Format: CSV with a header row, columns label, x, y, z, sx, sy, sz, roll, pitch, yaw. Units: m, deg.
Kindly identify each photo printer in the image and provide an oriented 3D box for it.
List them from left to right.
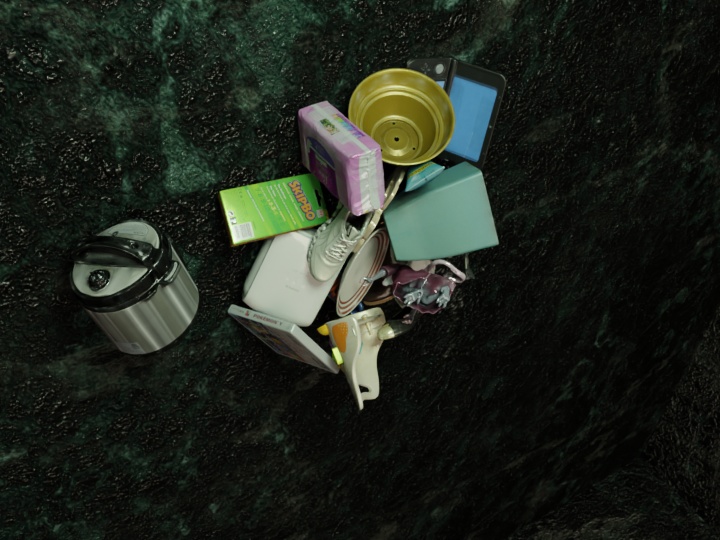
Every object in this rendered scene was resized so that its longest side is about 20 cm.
label,x,y,z,sx,sy,sz,roll,pitch,yaw
photo printer,-0.134,0.010,1.313,0.163,0.070,0.203,23,110,-21

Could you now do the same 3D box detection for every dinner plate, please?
label,x,y,z,sx,sy,sz,roll,pitch,yaw
dinner plate,0.000,0.000,1.362,0.202,0.024,0.202,-54,161,-27

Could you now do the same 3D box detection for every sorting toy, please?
label,x,y,z,sx,sy,sz,roll,pitch,yaw
sorting toy,-0.005,0.184,1.369,0.104,0.186,0.199,-16,177,17

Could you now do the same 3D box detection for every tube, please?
label,x,y,z,sx,sy,sz,roll,pitch,yaw
tube,0.111,-0.174,1.206,0.077,0.200,0.051,-36,100,9

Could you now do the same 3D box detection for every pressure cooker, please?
label,x,y,z,sx,sy,sz,roll,pitch,yaw
pressure cooker,-0.369,0.019,1.085,0.173,0.180,0.203,-30,139,-9

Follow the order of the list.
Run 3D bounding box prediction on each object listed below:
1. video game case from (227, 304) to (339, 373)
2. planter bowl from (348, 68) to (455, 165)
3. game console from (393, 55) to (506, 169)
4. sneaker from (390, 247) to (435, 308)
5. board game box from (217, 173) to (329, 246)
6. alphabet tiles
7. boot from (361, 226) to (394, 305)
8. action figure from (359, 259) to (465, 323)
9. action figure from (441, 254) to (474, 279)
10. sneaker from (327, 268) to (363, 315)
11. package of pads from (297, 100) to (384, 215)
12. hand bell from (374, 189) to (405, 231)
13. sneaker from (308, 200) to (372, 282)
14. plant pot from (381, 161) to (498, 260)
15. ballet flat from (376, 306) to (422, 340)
label,x,y,z,sx,sy,sz,roll,pitch,yaw
video game case,-0.154,0.141,1.366,0.023,0.178,0.200,-63,143,-19
planter bowl,0.071,-0.261,1.223,0.197,0.203,0.084,-28,163,-16
game console,0.164,-0.297,1.294,0.172,0.117,0.205,-13,130,-30
sneaker,0.120,-0.017,1.448,0.097,0.078,0.205,-23,134,-28
board game box,-0.155,-0.114,1.217,0.195,0.030,0.099,-16,88,-26
alphabet tiles,0.035,-0.127,1.295,0.196,0.014,0.203,-51,-169,51
boot,0.063,-0.033,1.488,0.197,0.072,0.169,-33,126,-10
action figure,0.095,0.016,1.327,0.133,0.200,0.150,38,91,-21
action figure,0.210,-0.081,1.524,0.115,0.102,0.207,-4,90,-1
sneaker,-0.046,0.034,1.430,0.075,0.079,0.200,-44,139,2
package of pads,-0.034,-0.195,1.154,0.074,0.200,0.123,-22,134,-22
hand bell,0.078,-0.131,1.408,0.196,0.106,0.105,-30,139,5
sneaker,-0.035,-0.062,1.217,0.074,0.082,0.203,22,109,-23
plant pot,0.144,-0.102,1.292,0.194,0.142,0.145,-19,106,1
ballet flat,0.102,0.083,1.408,0.198,0.066,0.058,-37,113,-31
